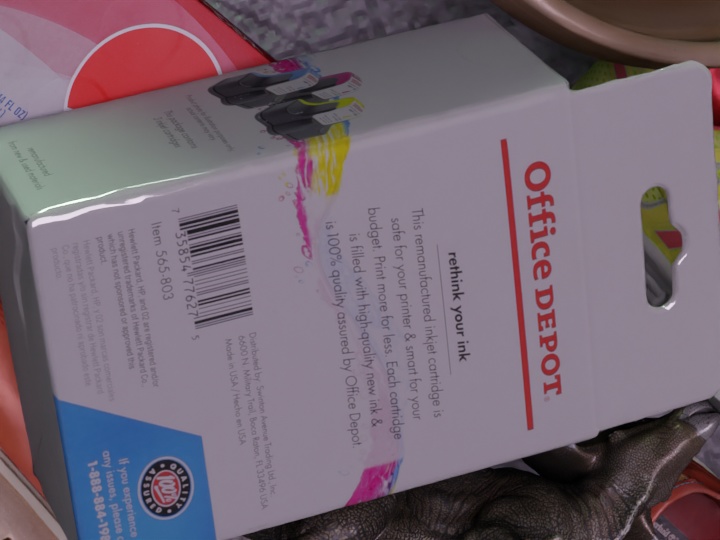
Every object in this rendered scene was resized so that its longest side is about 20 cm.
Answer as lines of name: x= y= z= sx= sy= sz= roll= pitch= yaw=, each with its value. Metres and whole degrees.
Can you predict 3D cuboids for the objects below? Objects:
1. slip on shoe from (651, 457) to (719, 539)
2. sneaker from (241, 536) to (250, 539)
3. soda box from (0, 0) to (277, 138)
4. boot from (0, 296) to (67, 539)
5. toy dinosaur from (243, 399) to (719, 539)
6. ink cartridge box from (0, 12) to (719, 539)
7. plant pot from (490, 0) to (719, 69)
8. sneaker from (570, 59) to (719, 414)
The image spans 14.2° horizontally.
slip on shoe: x=0.149 y=0.132 z=0.968 sx=0.200 sy=0.061 sz=0.074 roll=42 pitch=86 yaw=-15
sneaker: x=0.043 y=0.135 z=0.940 sx=0.200 sy=0.082 sz=0.077 roll=32 pitch=56 yaw=9
soda box: x=-0.051 y=-0.040 z=0.873 sx=0.200 sy=0.063 sz=0.070 roll=38 pitch=92 yaw=-31
boot: x=-0.115 y=0.010 z=0.902 sx=0.107 sy=0.075 sz=0.200 roll=-41 pitch=101 yaw=-20
toy dinosaur: x=0.017 y=0.083 z=0.883 sx=0.200 sy=0.102 sz=0.077 roll=-5 pitch=111 yaw=4
ink cartridge box: x=0.000 y=0.000 z=0.834 sx=0.200 sy=0.068 sz=0.115 roll=-14 pitch=118 yaw=-15
plant pot: x=0.084 y=-0.158 z=0.891 sx=0.201 sy=0.093 sz=0.201 roll=1 pitch=87 yaw=-20
sneaker: x=0.134 y=-0.007 z=0.885 sx=0.200 sy=0.078 sz=0.090 roll=44 pitch=113 yaw=23
